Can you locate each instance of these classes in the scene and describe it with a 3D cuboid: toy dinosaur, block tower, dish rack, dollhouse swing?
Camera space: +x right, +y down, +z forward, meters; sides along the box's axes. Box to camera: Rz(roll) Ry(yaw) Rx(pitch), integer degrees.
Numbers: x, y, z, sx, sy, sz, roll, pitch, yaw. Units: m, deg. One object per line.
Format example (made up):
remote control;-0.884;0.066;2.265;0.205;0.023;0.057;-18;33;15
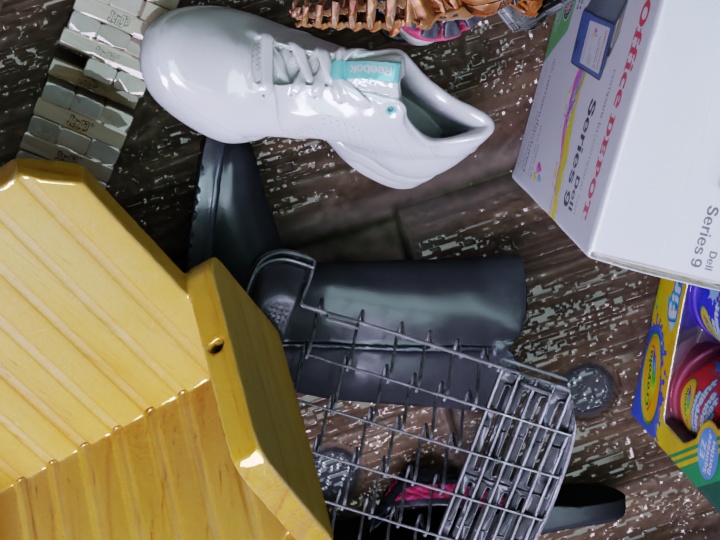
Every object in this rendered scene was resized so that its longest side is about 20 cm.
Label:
toy dinosaur;0.058;-0.175;0.885;0.200;0.102;0.136;-42;125;-37
block tower;-0.145;-0.109;0.966;0.054;0.058;0.201;21;103;-13
dish rack;0.014;0.091;0.974;0.199;0.055;0.154;18;111;-4
dollhouse swing;-0.154;0.081;0.860;0.199;0.182;0.176;-27;145;14

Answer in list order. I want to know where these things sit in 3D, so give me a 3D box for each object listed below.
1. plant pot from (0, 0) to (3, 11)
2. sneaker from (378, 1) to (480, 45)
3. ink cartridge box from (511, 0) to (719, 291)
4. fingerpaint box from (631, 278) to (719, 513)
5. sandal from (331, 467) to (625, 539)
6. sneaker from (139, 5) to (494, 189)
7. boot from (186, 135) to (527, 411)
plant pot;-0.243;-0.167;0.893;0.093;0.200;0.202;-33;113;-40
sneaker;0.020;-0.223;0.952;0.080;0.075;0.201;-2;93;-23
ink cartridge box;0.156;-0.089;0.938;0.087;0.200;0.146;12;104;-11
fingerpaint box;0.229;0.022;0.998;0.073;0.167;0.201;7;105;-12
sandal;0.063;0.139;1.060;0.199;0.075;0.045;-8;100;-14
sneaker;-0.018;-0.102;0.942;0.199;0.088;0.076;15;74;-32
boot;0.000;0.001;1.009;0.199;0.066;0.166;5;114;-5
